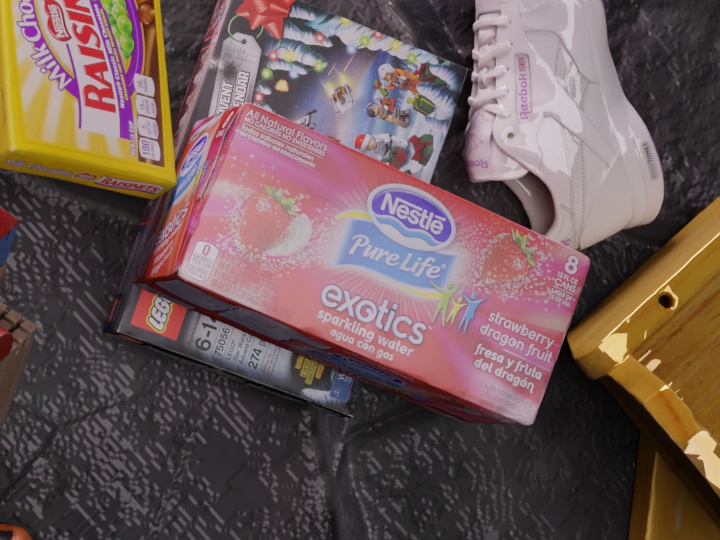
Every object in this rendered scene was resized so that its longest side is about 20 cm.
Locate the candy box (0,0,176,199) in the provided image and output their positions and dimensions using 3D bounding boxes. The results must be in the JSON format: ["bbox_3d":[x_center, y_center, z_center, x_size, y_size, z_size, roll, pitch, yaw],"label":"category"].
[{"bbox_3d":[-0.145,-0.139,1.143,0.102,0.026,0.200,9,66,-40],"label":"candy box"}]

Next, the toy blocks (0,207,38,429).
[{"bbox_3d":[-0.210,0.054,1.052,0.100,0.137,0.200,31,39,8],"label":"toy blocks"}]

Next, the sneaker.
[{"bbox_3d":[0.091,-0.103,1.242,0.100,0.075,0.200,-26,96,-19],"label":"sneaker"}]

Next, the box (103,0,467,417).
[{"bbox_3d":[-0.038,-0.038,1.215,0.137,0.040,0.200,20,82,-16],"label":"box"}]

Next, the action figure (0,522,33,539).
[{"bbox_3d":[-0.225,0.173,1.102,0.193,0.105,0.200,16,39,-10],"label":"action figure"}]

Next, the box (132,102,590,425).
[{"bbox_3d":[0.000,0.000,1.153,0.200,0.100,0.096,24,81,-16],"label":"box"}]

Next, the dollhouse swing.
[{"bbox_3d":[0.233,0.077,1.202,0.182,0.176,0.200,-41,98,-14],"label":"dollhouse swing"}]

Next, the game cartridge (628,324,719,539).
[{"bbox_3d":[0.254,0.111,1.311,0.200,0.032,0.177,9,85,-19],"label":"game cartridge"}]
